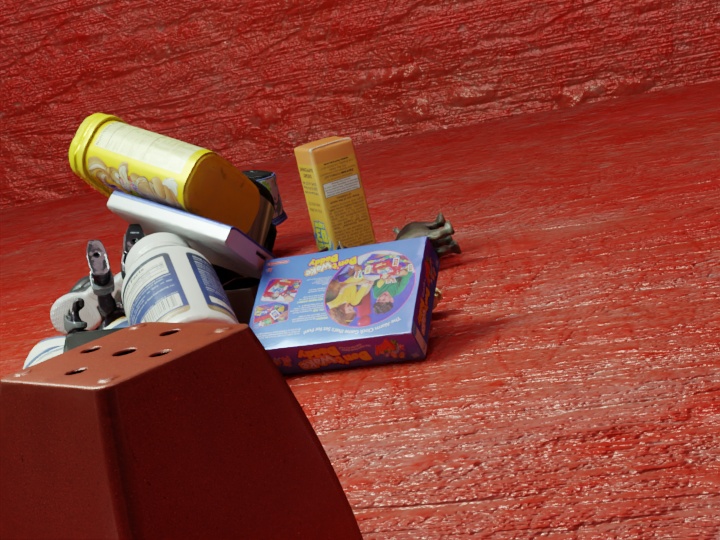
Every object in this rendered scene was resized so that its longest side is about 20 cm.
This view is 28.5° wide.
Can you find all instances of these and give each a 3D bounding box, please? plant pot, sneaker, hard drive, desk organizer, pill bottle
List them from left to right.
[{"bbox_3d":[-0.301,0.110,1.648,0.198,0.076,0.088,-17,21,13],"label":"sneaker"},{"bbox_3d":[-0.347,0.032,2.040,0.198,0.076,0.114,-16,14,-7],"label":"sneaker"},{"bbox_3d":[-0.145,0.139,1.002,0.199,0.178,0.199,-1,15,45],"label":"plant pot"},{"bbox_3d":[-0.199,0.044,1.546,0.110,0.112,0.200,-15,35,-12],"label":"pill bottle"},{"bbox_3d":[-0.187,-0.037,1.660,0.199,0.026,0.132,17,-13,37],"label":"hard drive"},{"bbox_3d":[-0.104,0.035,1.749,0.071,0.078,0.200,-6,12,29],"label":"desk organizer"}]

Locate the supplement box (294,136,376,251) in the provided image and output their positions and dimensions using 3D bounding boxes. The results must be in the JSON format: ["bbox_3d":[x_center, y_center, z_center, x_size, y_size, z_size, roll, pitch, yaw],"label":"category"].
[{"bbox_3d":[-0.028,-0.074,1.893,0.068,0.202,0.066,-20,13,-20],"label":"supplement box"}]

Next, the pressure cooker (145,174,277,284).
[{"bbox_3d":[-0.212,-0.022,1.863,0.177,0.202,0.176,2,-20,28],"label":"pressure cooker"}]

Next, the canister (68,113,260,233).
[{"bbox_3d":[-0.234,-0.111,1.713,0.199,0.087,0.148,19,-12,36],"label":"canister"}]

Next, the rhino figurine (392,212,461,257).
[{"bbox_3d":[0.083,-0.041,1.973,0.087,0.060,0.200,-23,8,0],"label":"rhino figurine"}]

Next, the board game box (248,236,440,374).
[{"bbox_3d":[-0.021,0.040,1.538,0.198,0.045,0.135,-8,47,22],"label":"board game box"}]

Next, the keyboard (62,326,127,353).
[{"bbox_3d":[-0.236,0.105,1.596,0.198,0.040,0.105,-5,38,0],"label":"keyboard"}]

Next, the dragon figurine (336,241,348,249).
[{"bbox_3d":[0.000,0.000,1.771,0.099,0.060,0.199,2,-2,33],"label":"dragon figurine"}]

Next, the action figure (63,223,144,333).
[{"bbox_3d":[-0.290,0.043,1.705,0.129,0.201,0.070,-10,47,-19],"label":"action figure"}]

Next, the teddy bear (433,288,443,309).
[{"bbox_3d":[-0.002,0.038,1.649,0.199,0.067,0.145,-4,11,35],"label":"teddy bear"}]

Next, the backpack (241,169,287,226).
[{"bbox_3d":[-0.219,-0.081,2.286,0.198,0.148,0.183,-15,9,6],"label":"backpack"}]
